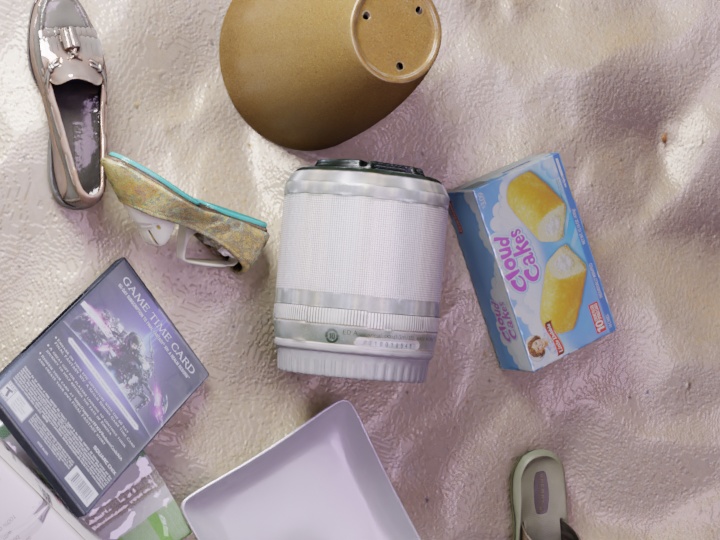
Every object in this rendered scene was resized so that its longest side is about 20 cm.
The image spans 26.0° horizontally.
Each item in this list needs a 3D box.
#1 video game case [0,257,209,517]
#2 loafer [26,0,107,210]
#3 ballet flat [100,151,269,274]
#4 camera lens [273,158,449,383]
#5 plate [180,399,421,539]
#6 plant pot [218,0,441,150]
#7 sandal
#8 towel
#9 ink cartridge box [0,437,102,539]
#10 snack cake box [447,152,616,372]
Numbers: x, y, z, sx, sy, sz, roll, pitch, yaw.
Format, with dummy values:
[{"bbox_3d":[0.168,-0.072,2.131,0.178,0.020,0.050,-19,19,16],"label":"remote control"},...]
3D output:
[{"bbox_3d":[-0.234,0.102,1.410,0.143,0.019,0.200,56,45,-16],"label":"video game case"},{"bbox_3d":[-0.255,-0.156,1.412,0.071,0.063,0.202,-8,94,-25],"label":"loafer"},{"bbox_3d":[-0.165,-0.045,1.439,0.199,0.070,0.071,25,79,-44],"label":"ballet flat"},{"bbox_3d":[0.000,0.000,1.487,0.159,0.160,0.202,6,88,-26],"label":"camera lens"},{"bbox_3d":[-0.054,0.257,1.529,0.199,0.032,0.201,-31,103,-18],"label":"plate"},{"bbox_3d":[-0.012,-0.210,1.458,0.185,0.200,0.188,-1,92,-26],"label":"plant pot"},{"bbox_3d":[0.200,0.291,1.647,0.079,0.057,0.203,-12,96,-26],"label":"sandal"},{"bbox_3d":[-0.262,0.201,1.437,0.149,0.031,0.201,-33,107,-20],"label":"towel"},{"bbox_3d":[-0.336,0.228,1.347,0.146,0.083,0.200,-43,107,-5],"label":"ink cartridge box"},{"bbox_3d":[0.176,-0.009,1.627,0.114,0.067,0.202,-24,101,-25],"label":"snack cake box"}]
